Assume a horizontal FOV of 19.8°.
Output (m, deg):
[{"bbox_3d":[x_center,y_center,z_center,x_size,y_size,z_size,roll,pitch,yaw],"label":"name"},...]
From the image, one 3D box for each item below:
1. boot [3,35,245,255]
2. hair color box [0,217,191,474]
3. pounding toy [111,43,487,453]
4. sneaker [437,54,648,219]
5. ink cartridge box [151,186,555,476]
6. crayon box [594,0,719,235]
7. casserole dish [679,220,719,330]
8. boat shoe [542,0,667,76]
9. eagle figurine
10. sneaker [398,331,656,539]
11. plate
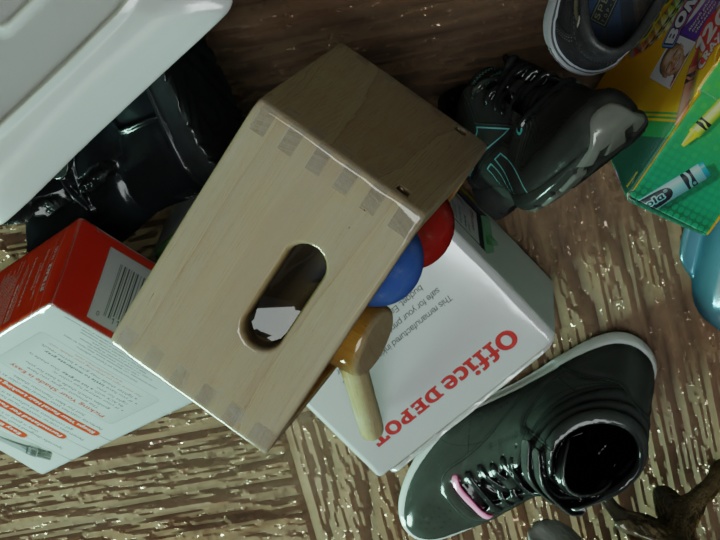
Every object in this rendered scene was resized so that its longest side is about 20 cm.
[{"bbox_3d":[-0.167,-0.107,1.199,0.168,0.076,0.201,-26,88,32],"label":"boot"},{"bbox_3d":[-0.177,0.049,1.224,0.111,0.064,0.200,32,144,-25],"label":"hair color box"},{"bbox_3d":[-0.020,0.008,1.107,0.142,0.184,0.200,35,112,3],"label":"pounding toy"},{"bbox_3d":[0.090,-0.078,1.142,0.075,0.200,0.079,-36,95,-16],"label":"sneaker"},{"bbox_3d":[0.000,0.000,1.233,0.145,0.084,0.200,-40,105,20],"label":"ink cartridge box"},{"bbox_3d":[0.209,-0.134,1.130,0.058,0.119,0.200,24,115,-18],"label":"crayon box"},{"bbox_3d":[0.291,0.002,1.235,0.199,0.039,0.122,10,115,2],"label":"casserole dish"},{"bbox_3d":[0.156,-0.199,1.097,0.070,0.066,0.201,27,86,-12],"label":"boat shoe"},{"bbox_3d":[0.189,0.240,1.280,0.151,0.151,0.201,-11,117,-28],"label":"eagle figurine"},{"bbox_3d":[0.098,0.122,1.273,0.200,0.099,0.071,-37,109,21],"label":"sneaker"},{"bbox_3d":[-0.178,-0.160,1.127,0.199,0.200,0.032,-40,151,26],"label":"plate"}]
